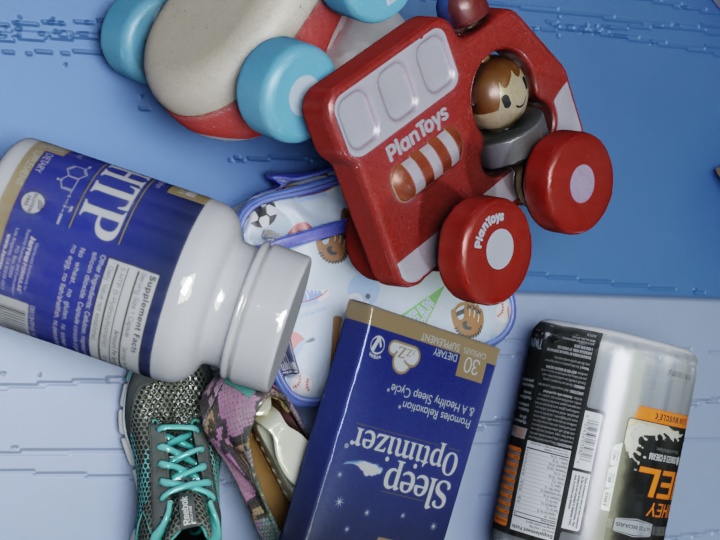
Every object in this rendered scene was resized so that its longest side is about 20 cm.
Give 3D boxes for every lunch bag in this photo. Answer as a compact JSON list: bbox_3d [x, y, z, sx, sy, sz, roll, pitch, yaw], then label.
[{"bbox_3d":[0.000,0.000,1.177,0.198,0.075,0.162,-16,95,-19],"label":"lunch bag"}]

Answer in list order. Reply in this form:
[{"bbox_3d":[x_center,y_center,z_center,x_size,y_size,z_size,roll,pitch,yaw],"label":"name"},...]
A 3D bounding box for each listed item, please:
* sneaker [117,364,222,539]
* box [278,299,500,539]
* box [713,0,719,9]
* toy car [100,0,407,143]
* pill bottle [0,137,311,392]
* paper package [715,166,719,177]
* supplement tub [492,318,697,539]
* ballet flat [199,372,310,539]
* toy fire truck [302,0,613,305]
[{"bbox_3d":[-0.116,0.146,1.131,0.077,0.091,0.202,-3,93,-20],"label":"sneaker"},{"bbox_3d":[0.015,0.131,1.113,0.120,0.032,0.202,18,88,-39],"label":"box"},{"bbox_3d":[0.356,-0.267,1.274,0.113,0.101,0.200,46,78,-14],"label":"box"},{"bbox_3d":[-0.032,-0.136,1.136,0.178,0.184,0.200,-57,135,-9],"label":"toy car"},{"bbox_3d":[-0.137,0.002,1.073,0.198,0.120,0.121,18,86,2],"label":"pill bottle"},{"bbox_3d":[0.395,-0.068,1.247,0.199,0.190,0.104,-25,99,-15],"label":"paper package"},{"bbox_3d":[0.162,0.143,1.211,0.121,0.122,0.202,12,89,-19],"label":"supplement tub"},{"bbox_3d":[-0.040,0.150,1.139,0.069,0.071,0.201,-40,122,-21],"label":"ballet flat"},{"bbox_3d":[0.062,-0.085,1.075,0.200,0.112,0.169,-38,122,-30],"label":"toy fire truck"}]
